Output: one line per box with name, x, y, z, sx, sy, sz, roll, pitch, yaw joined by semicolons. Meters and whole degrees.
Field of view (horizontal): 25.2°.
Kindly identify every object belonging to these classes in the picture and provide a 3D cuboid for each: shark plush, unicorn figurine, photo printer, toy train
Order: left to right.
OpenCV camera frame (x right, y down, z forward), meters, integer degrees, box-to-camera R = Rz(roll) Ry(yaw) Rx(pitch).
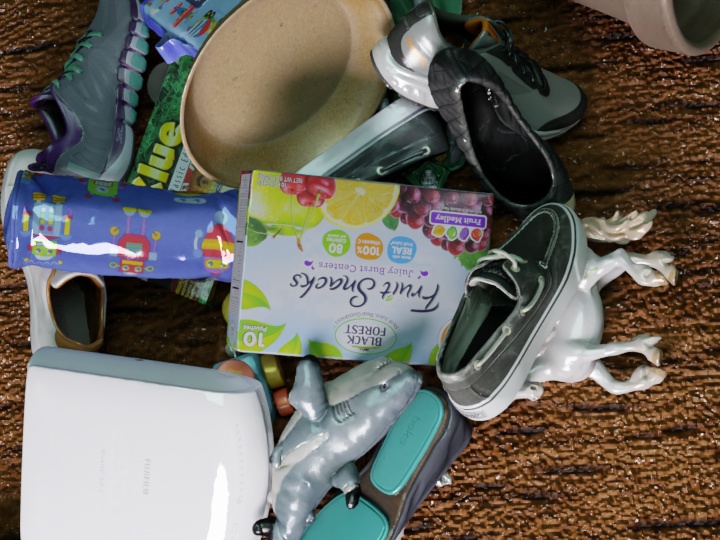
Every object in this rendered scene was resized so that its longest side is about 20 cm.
photo printer;-0.167;0.153;1.281;0.199;0.069;0.167;8;102;11
toy train;-0.053;0.057;1.324;0.150;0.056;0.200;19;77;14
shark plush;-0.031;0.151;1.230;0.083;0.091;0.200;26;76;31
unicorn figurine;0.176;0.047;1.289;0.137;0.074;0.200;4;60;20

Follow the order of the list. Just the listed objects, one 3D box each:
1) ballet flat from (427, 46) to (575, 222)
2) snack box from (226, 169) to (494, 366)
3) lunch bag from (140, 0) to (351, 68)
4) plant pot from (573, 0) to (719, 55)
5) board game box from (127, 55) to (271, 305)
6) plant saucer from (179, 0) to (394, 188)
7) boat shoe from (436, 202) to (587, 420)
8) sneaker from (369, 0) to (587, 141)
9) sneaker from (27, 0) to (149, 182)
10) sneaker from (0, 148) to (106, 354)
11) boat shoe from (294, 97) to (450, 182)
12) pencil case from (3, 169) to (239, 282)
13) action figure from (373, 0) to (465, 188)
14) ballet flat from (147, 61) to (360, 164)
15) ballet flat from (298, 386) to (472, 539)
ballet flat;0.112;-0.095;1.283;0.066;0.200;0.057;-32;35;13
snack box;0.000;0.000;1.276;0.199;0.053;0.143;5;92;-16
lunch bag;-0.087;-0.236;1.352;0.200;0.094;0.151;-38;37;-11
plant pot;0.216;-0.287;1.331;0.174;0.200;0.201;13;75;32
board game box;-0.141;-0.081;1.371;0.105;0.023;0.200;20;92;13
plant saucer;-0.063;-0.156;1.292;0.200;0.200;0.035;-40;53;-4
boat shoe;0.117;0.018;1.244;0.071;0.064;0.200;1;52;38
sneaker;0.109;-0.161;1.308;0.079;0.200;0.074;-50;39;36
sneaker;-0.236;-0.167;1.389;0.087;0.074;0.201;15;63;-30
sneaker;-0.247;-0.016;1.354;0.073;0.085;0.201;-7;76;-34
boat shoe;-0.015;-0.068;1.332;0.200;0.069;0.057;-37;81;18
pencil case;-0.184;-0.036;1.296;0.199;0.078;0.087;4;32;-12
action figure;0.047;-0.151;1.374;0.118;0.055;0.201;-10;76;3
ballet flat;-0.089;-0.136;1.398;0.200;0.046;0.068;16;89;10
ballet flat;0.021;0.182;1.264;0.073;0.073;0.200;36;93;17
